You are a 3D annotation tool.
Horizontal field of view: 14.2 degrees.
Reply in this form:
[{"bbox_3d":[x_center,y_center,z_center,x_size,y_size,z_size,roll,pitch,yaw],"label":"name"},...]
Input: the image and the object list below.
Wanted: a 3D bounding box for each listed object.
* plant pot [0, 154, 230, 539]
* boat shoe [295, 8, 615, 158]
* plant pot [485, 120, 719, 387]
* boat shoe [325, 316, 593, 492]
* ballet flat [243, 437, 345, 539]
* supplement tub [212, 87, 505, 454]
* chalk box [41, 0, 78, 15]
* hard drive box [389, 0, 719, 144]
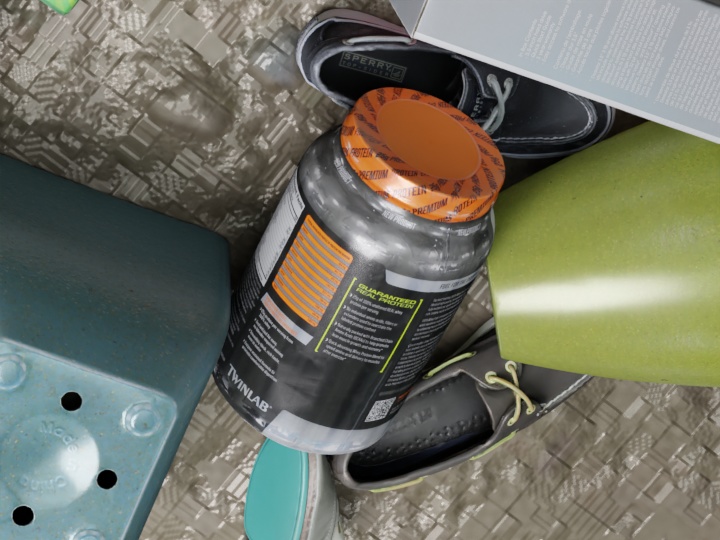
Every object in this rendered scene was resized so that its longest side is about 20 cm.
[{"bbox_3d":[-0.185,0.069,1.661,0.195,0.200,0.197,20,105,-17],"label":"plant pot"},{"bbox_3d":[0.061,-0.105,1.710,0.199,0.068,0.072,16,107,-15],"label":"boat shoe"},{"bbox_3d":[0.174,-0.008,1.718,0.199,0.187,0.188,-9,112,2],"label":"plant pot"},{"bbox_3d":[0.073,0.080,1.785,0.200,0.061,0.072,-26,112,0],"label":"boat shoe"},{"bbox_3d":[-0.043,0.181,1.810,0.063,0.067,0.201,-2,114,-39],"label":"ballet flat"},{"bbox_3d":[0.000,0.000,1.682,0.122,0.123,0.200,19,125,-16],"label":"supplement tub"},{"bbox_3d":[-0.163,-0.234,1.566,0.124,0.125,0.200,35,130,-9],"label":"chalk box"},{"bbox_3d":[0.118,-0.159,1.654,0.199,0.156,0.077,18,107,-15],"label":"hard drive box"}]
